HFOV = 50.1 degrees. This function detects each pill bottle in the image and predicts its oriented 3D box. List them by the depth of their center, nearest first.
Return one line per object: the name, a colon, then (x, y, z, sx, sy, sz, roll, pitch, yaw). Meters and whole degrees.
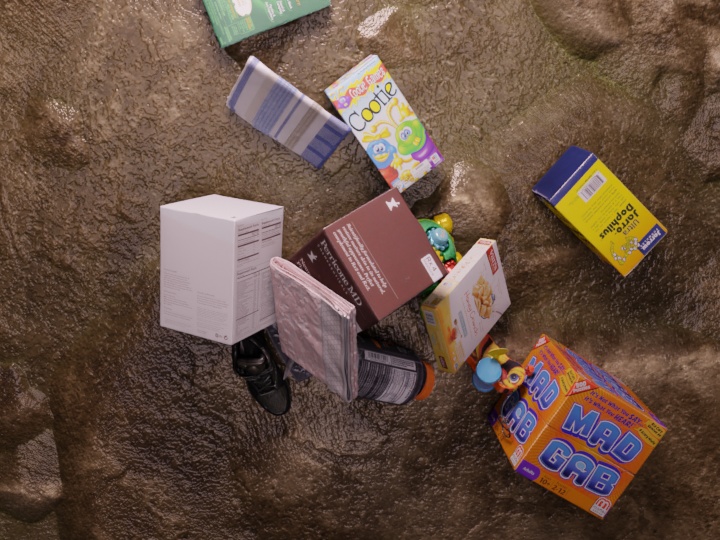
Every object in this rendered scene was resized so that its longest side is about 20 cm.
pill bottle: (0.040, 0.183, 1.382, 0.197, 0.106, 0.108, 17, 105, -34)

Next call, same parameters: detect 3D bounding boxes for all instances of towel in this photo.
towel: (-0.077, 0.098, 1.261, 0.032, 0.190, 0.203, -30, 135, -33)
towel: (-0.121, -0.256, 1.264, 0.198, 0.147, 0.024, 33, 61, -11)

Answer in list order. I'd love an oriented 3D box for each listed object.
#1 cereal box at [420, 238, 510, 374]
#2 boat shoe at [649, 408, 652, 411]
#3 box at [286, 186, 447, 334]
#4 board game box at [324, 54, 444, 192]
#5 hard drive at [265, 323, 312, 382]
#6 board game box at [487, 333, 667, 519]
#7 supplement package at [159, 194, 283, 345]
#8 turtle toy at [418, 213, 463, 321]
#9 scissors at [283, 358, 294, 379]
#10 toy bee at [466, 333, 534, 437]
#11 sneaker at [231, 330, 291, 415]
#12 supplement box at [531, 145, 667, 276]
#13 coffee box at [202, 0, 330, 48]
cereal box: (0.187, 0.059, 1.337, 0.200, 0.039, 0.146, -44, 129, -33)
boat shoe: (0.499, 0.343, 1.497, 0.074, 0.075, 0.204, 7, 127, -42)
box: (0.000, 0.000, 1.258, 0.163, 0.200, 0.168, -31, 88, -32)
board game box: (0.039, -0.244, 1.285, 0.102, 0.105, 0.201, -35, 106, 5)
hard drive: (-0.104, 0.089, 1.399, 0.133, 0.042, 0.203, -25, 105, 3)
board game box: (0.385, 0.278, 1.403, 0.198, 0.200, 0.202, 30, 102, -12)
supplement package: (-0.230, -0.008, 1.282, 0.149, 0.150, 0.204, 11, 107, 24)
turtle toy: (0.118, 0.001, 1.359, 0.143, 0.101, 0.203, -20, 106, 2)
scissors: (-0.105, 0.099, 1.374, 0.073, 0.014, 0.201, 34, 101, -14)
toy bee: (0.256, 0.185, 1.412, 0.107, 0.131, 0.203, -25, 89, -12)
sneaker: (-0.182, 0.189, 1.386, 0.075, 0.114, 0.203, -17, 108, 3)
supplement box: (0.415, -0.105, 1.347, 0.199, 0.109, 0.110, 41, 99, -13)
coffee box: (-0.157, -0.453, 1.244, 0.197, 0.044, 0.125, -22, 106, 3)
